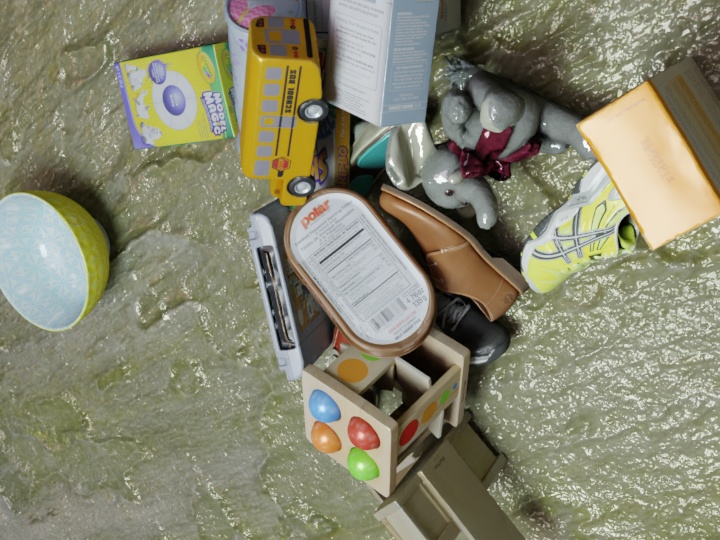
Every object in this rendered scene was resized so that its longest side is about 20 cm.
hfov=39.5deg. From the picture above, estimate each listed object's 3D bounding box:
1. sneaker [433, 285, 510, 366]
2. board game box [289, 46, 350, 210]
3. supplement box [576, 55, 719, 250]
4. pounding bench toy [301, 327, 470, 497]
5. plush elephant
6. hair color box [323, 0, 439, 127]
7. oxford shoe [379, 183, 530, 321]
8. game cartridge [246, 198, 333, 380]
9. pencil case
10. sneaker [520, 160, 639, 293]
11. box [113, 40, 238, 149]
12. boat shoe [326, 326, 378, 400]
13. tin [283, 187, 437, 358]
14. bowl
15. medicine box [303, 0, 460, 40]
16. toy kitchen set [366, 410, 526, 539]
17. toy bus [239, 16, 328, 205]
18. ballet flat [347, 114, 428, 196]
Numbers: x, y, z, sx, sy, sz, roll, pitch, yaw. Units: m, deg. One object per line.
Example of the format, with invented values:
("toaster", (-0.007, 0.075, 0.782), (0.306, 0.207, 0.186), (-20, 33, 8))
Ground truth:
("sneaker", (0.072, 0.034, 1.134), (0.199, 0.075, 0.116), (15, 139, 27))
("board game box", (-0.047, -0.149, 1.143), (0.095, 0.030, 0.202), (7, 100, 54))
("supplement box", (0.277, -0.110, 0.891), (0.073, 0.200, 0.127), (-32, 89, 33))
("pounding bench toy", (0.023, 0.170, 1.130), (0.124, 0.156, 0.201), (30, 142, 27))
("plush elephant", (0.119, -0.118, 1.020), (0.200, 0.164, 0.156), (42, 115, 47))
("hair color box", (0.021, -0.247, 0.942), (0.099, 0.060, 0.201), (33, 126, 46))
("oxford shoe", (0.091, -0.018, 1.079), (0.200, 0.071, 0.071), (39, 93, -12))
("game cartridge", (-0.080, 0.015, 1.207), (0.041, 0.133, 0.201), (-7, 103, 22))
("pencil case", (-0.097, -0.204, 1.060), (0.201, 0.082, 0.091), (93, 168, -54))
("sneaker", (0.230, -0.034, 1.009), (0.077, 0.075, 0.200), (57, 142, 24))
("box", (-0.212, -0.219, 1.257), (0.199, 0.048, 0.118), (-3, 107, 32))
("boat shoe", (-0.013, 0.131, 1.254), (0.071, 0.062, 0.201), (16, 115, 29))
("tin", (0.000, 0.000, 1.067), (0.112, 0.042, 0.200), (-37, 79, -8))
("bowl", (-0.422, -0.026, 1.425), (0.199, 0.108, 0.202), (12, 114, 28))
("medicine box", (-0.005, -0.337, 1.044), (0.199, 0.103, 0.183), (9, 113, 29))
("toy kitchen set", (0.083, 0.310, 1.176), (0.163, 0.200, 0.180), (50, 126, 1))
("toy bus", (-0.078, -0.153, 1.001), (0.078, 0.065, 0.201), (-1, 142, -11))
("ballet flat", (0.001, -0.132, 1.148), (0.070, 0.069, 0.200), (49, 127, 7))
